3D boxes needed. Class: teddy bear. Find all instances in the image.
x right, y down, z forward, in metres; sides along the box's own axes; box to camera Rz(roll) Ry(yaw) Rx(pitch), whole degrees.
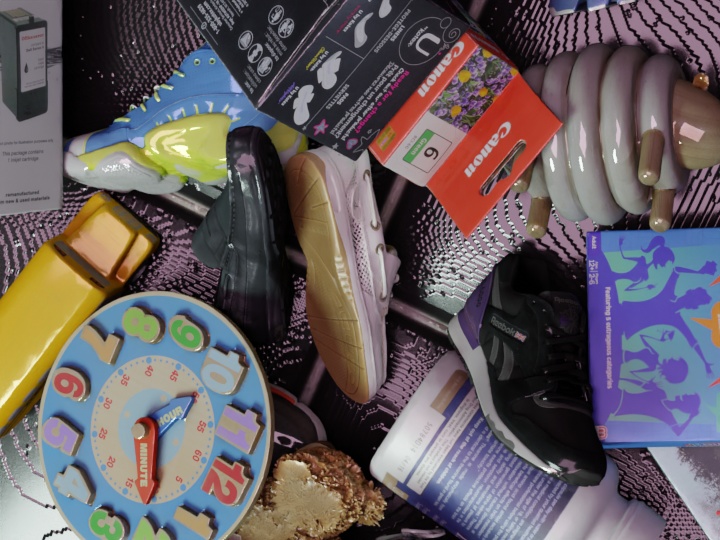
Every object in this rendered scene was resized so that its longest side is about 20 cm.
[{"bbox_3d":[-0.066,0.185,1.536,0.145,0.067,0.200,29,130,3],"label":"teddy bear"}]

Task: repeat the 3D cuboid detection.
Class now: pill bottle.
[{"bbox_3d":[0.115,0.156,1.485,0.200,0.111,0.111,35,104,6],"label":"pill bottle"}]

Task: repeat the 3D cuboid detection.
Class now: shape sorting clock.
[{"bbox_3d":[-0.151,0.115,1.487,0.199,0.039,0.201,-2,86,23],"label":"shape sorting clock"}]

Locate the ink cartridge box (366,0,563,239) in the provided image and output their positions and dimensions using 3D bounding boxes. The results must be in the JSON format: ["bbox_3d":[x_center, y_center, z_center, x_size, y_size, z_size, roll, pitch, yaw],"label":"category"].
[{"bbox_3d":[0.047,-0.124,1.431,0.109,0.050,0.200,-50,44,15],"label":"ink cartridge box"}]

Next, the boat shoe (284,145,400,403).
[{"bbox_3d":[0.000,0.000,1.510,0.071,0.069,0.201,22,128,48],"label":"boat shoe"}]

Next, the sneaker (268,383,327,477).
[{"bbox_3d":[-0.125,0.114,1.549,0.199,0.082,0.077,19,102,10],"label":"sneaker"}]

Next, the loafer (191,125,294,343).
[{"bbox_3d":[-0.088,-0.022,1.485,0.070,0.068,0.201,3,137,5],"label":"loafer"}]

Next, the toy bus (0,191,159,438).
[{"bbox_3d":[-0.240,0.035,1.566,0.065,0.078,0.200,41,105,4],"label":"toy bus"}]

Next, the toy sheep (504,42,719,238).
[{"bbox_3d":[0.162,-0.092,1.429,0.199,0.138,0.139,0,98,18],"label":"toy sheep"}]

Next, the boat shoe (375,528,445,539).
[{"bbox_3d":[0.030,0.217,1.475,0.075,0.200,0.062,-22,81,34],"label":"boat shoe"}]

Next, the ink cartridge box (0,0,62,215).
[{"bbox_3d":[-0.296,-0.148,1.524,0.145,0.084,0.201,8,101,40],"label":"ink cartridge box"}]

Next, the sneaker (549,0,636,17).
[{"bbox_3d":[0.215,-0.249,1.418,0.198,0.081,0.116,-11,98,16],"label":"sneaker"}]

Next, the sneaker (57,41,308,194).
[{"bbox_3d":[-0.133,-0.115,1.534,0.199,0.076,0.106,-1,80,14],"label":"sneaker"}]

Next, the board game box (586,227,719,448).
[{"bbox_3d":[0.259,0.047,1.442,0.199,0.045,0.153,-2,80,9],"label":"board game box"}]

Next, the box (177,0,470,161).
[{"bbox_3d":[-0.041,-0.195,1.424,0.132,0.115,0.200,-49,48,16],"label":"box"}]

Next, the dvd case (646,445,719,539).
[{"bbox_3d":[0.300,0.143,1.452,0.146,0.022,0.200,-34,78,4],"label":"dvd case"}]

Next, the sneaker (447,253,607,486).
[{"bbox_3d":[0.124,0.061,1.430,0.075,0.200,0.088,15,118,-32],"label":"sneaker"}]
